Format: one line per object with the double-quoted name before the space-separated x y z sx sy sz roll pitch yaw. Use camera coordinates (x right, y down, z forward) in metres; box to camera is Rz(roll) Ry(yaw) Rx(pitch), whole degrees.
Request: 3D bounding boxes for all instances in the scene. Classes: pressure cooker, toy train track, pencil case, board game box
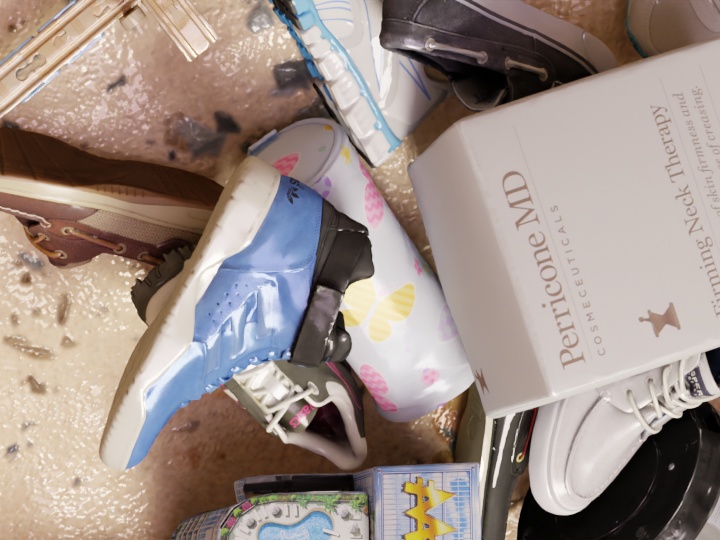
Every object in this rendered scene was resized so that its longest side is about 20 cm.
"pressure cooker" 0.223 0.198 1.572 0.200 0.179 0.176 39 98 -27
"toy train track" -0.157 -0.144 1.356 0.200 0.033 0.115 -40 100 0
"pencil case" 0.000 0.000 1.458 0.083 0.091 0.200 -31 122 6
"board game box" -0.005 0.157 1.478 0.198 0.200 0.062 2 79 -17

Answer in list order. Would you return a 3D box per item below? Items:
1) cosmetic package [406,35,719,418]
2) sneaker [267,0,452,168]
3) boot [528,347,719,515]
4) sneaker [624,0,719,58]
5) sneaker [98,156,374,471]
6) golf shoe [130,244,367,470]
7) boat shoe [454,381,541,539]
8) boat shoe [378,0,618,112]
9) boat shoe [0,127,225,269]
"cosmetic package" 0.155 -0.025 1.384 0.199 0.166 0.169 -18 86 -11
"sneaker" -0.006 -0.161 1.402 0.086 0.075 0.201 -35 128 -4
"boot" 0.186 0.070 1.500 0.073 0.095 0.201 39 71 -36
"sneaker" 0.248 -0.196 1.442 0.200 0.081 0.077 -39 121 7
"sneaker" -0.065 0.046 1.366 0.111 0.077 0.201 28 96 -10
"golf shoe" -0.058 0.052 1.448 0.077 0.088 0.200 -42 135 11
"boat shoe" 0.097 0.102 1.548 0.063 0.074 0.203 1 111 -13
"boat shoe" 0.082 -0.124 1.403 0.199 0.071 0.068 23 77 -50
"boat shoe" -0.172 -0.032 1.413 0.199 0.072 0.072 10 114 -28
